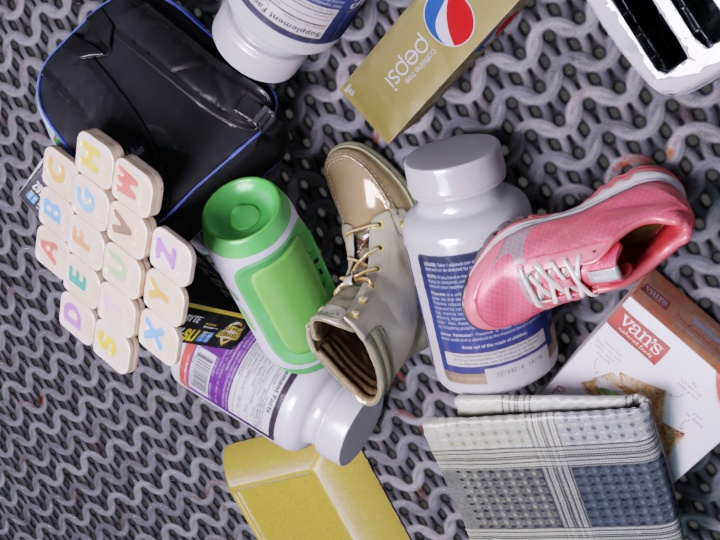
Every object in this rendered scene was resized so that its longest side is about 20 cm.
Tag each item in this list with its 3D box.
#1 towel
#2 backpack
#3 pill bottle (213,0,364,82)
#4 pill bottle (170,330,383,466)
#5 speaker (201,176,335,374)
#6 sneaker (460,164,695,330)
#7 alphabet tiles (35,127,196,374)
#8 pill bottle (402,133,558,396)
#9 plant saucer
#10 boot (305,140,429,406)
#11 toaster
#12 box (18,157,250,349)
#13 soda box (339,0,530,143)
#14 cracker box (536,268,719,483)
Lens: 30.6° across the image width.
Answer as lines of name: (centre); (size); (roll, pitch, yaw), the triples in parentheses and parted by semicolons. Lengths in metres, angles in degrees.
towel: (0.166, 0.179, 1.121); (0.197, 0.035, 0.194); (-6, 129, 23)
backpack: (-0.184, -0.132, 1.187); (0.200, 0.183, 0.147); (44, 169, 14)
pill bottle: (-0.042, -0.247, 1.056); (0.111, 0.111, 0.200); (45, 133, 4)
pill bottle: (-0.080, 0.109, 1.306); (0.198, 0.111, 0.112); (29, 130, 19)
speaker: (-0.075, 0.008, 1.178); (0.088, 0.089, 0.201); (16, 149, 28)
sneaker: (0.166, -0.011, 1.010); (0.199, 0.087, 0.074); (-30, 114, 8)
alphabet tiles: (-0.214, -0.013, 1.112); (0.195, 0.015, 0.202); (35, 128, 29)
pill bottle: (0.097, -0.006, 1.108); (0.110, 0.111, 0.202); (2, 117, 35)
plant saucer: (-0.053, 0.271, 1.426); (0.199, 0.048, 0.202); (-19, 103, 42)
boot: (0.000, 0.000, 1.151); (0.072, 0.155, 0.202); (-17, 106, 40)
toaster: (0.222, -0.205, 0.886); (0.113, 0.129, 0.201); (-28, 98, 43)
box: (-0.203, -0.012, 1.226); (0.200, 0.159, 0.049); (45, 99, 23)
soda box: (0.068, -0.192, 1.048); (0.064, 0.068, 0.200); (47, 133, 2)
cracker box: (0.233, 0.112, 1.114); (0.134, 0.058, 0.201); (41, 132, 8)
